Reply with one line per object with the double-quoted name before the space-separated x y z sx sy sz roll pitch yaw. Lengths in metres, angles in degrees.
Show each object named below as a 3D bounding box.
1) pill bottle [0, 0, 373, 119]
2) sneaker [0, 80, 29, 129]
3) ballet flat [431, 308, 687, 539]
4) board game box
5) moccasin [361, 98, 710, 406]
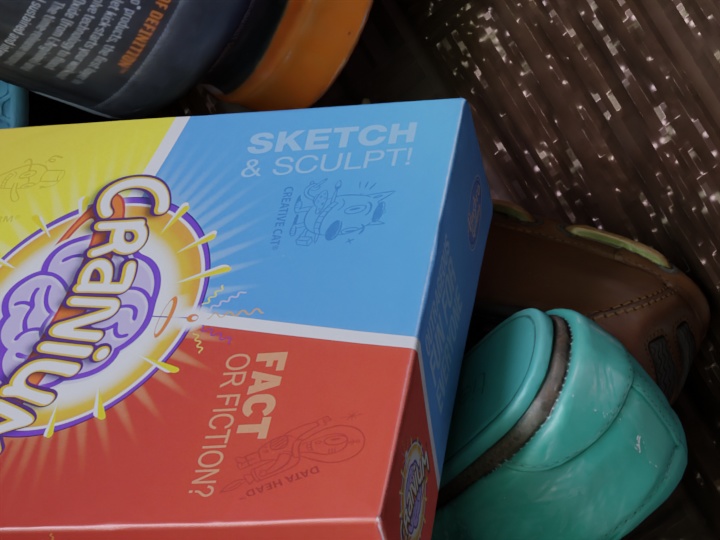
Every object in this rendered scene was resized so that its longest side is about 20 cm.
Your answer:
"pill bottle" -0.093 -0.105 0.759 0.106 0.199 0.107 -42 38 44
"sneaker" -0.150 0.009 0.865 0.130 0.079 0.201 -160 77 -65
"ballet flat" 0.011 0.077 0.749 0.070 0.068 0.200 35 135 -22
"board game box" -0.075 0.024 0.701 0.199 0.153 0.040 -3 131 14
"moccasin" 0.000 -0.002 0.797 0.200 0.078 0.074 8 121 25
